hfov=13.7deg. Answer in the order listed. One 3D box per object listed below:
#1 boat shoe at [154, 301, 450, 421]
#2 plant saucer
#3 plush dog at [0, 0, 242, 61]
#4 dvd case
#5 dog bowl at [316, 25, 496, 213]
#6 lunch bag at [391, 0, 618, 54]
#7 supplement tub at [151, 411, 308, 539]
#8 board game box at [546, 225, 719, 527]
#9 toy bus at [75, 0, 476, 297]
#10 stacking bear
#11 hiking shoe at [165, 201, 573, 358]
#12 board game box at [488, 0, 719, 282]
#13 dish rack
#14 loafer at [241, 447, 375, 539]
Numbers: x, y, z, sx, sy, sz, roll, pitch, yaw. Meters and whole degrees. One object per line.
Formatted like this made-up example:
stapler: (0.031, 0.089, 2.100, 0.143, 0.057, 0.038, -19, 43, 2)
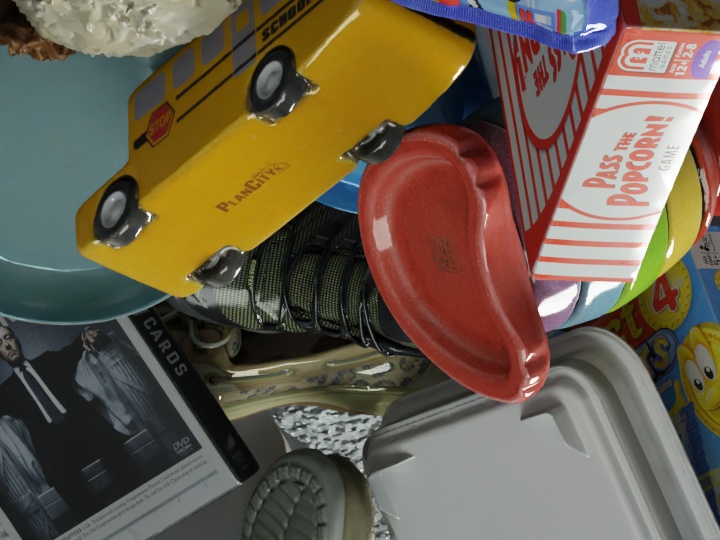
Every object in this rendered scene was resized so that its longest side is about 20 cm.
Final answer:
boat shoe: (-0.045, 0.031, 1.498, 0.200, 0.073, 0.063, -1, 136, -9)
plant saucer: (-0.147, -0.067, 1.372, 0.200, 0.027, 0.200, 5, 121, 8)
plush dog: (-0.106, -0.154, 1.198, 0.200, 0.161, 0.172, -15, 137, 23)
dvd case: (-0.156, 0.047, 1.473, 0.150, 0.025, 0.200, -33, 92, 37)
dog bowl: (0.001, -0.106, 1.334, 0.111, 0.050, 0.200, -6, 139, 14)
lunch bag: (0.024, -0.170, 1.065, 0.200, 0.094, 0.151, 25, 137, 34)
supplement tub: (-0.065, 0.170, 1.607, 0.144, 0.145, 0.200, -8, 139, 16)
board game box: (0.150, 0.111, 1.463, 0.056, 0.196, 0.200, 2, 147, -36)
toy bus: (-0.040, -0.069, 1.272, 0.065, 0.078, 0.200, 23, 136, -34)
stacking bear: (0.110, -0.039, 1.313, 0.114, 0.200, 0.122, 11, 120, 58)
hiking shoe: (0.000, 0.000, 1.414, 0.200, 0.076, 0.101, 4, -175, -10)
board game box: (0.092, -0.120, 1.183, 0.046, 0.200, 0.152, 2, 142, -12)
dish rack: (0.082, 0.129, 1.423, 0.200, 0.044, 0.172, -24, 91, 51)
loafer: (-0.012, 0.170, 1.500, 0.070, 0.075, 0.200, -20, 128, -31)
